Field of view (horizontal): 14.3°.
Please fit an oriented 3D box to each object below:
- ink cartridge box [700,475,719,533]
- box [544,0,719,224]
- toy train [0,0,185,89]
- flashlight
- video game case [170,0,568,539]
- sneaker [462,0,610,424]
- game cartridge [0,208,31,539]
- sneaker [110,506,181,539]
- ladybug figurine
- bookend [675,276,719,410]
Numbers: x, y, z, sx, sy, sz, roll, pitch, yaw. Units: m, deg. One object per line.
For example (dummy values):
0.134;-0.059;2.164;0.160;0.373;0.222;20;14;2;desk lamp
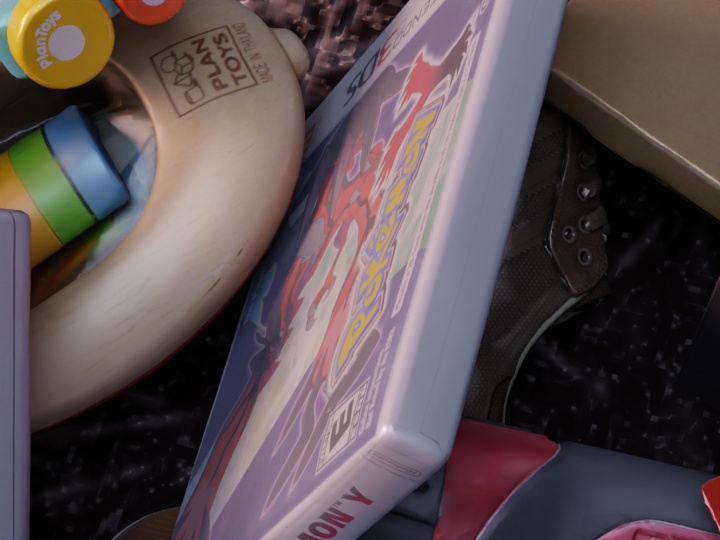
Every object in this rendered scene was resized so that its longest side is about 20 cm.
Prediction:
0.211;0.120;0.814;0.162;0.057;0.200;-21;83;-23;ink cartridge box
0.174;-0.056;0.894;0.200;0.021;0.163;36;59;12;box
-0.133;-0.101;0.896;0.200;0.056;0.150;-15;39;30;toy train
0.083;0.088;0.849;0.200;0.068;0.068;15;36;-8;flashlight
0.000;0.000;0.825;0.023;0.182;0.200;24;57;-14;video game case
0.047;-0.020;0.916;0.075;0.070;0.200;19;79;-7;sneaker
-0.178;0.042;0.858;0.200;0.041;0.133;6;93;35;game cartridge
-0.058;0.168;0.863;0.073;0.085;0.200;-2;50;7;sneaker
-0.099;-0.012;0.906;0.200;0.072;0.136;-29;62;5;ladybug figurine
0.159;0.060;0.761;0.199;0.092;0.200;30;66;9;bookend
